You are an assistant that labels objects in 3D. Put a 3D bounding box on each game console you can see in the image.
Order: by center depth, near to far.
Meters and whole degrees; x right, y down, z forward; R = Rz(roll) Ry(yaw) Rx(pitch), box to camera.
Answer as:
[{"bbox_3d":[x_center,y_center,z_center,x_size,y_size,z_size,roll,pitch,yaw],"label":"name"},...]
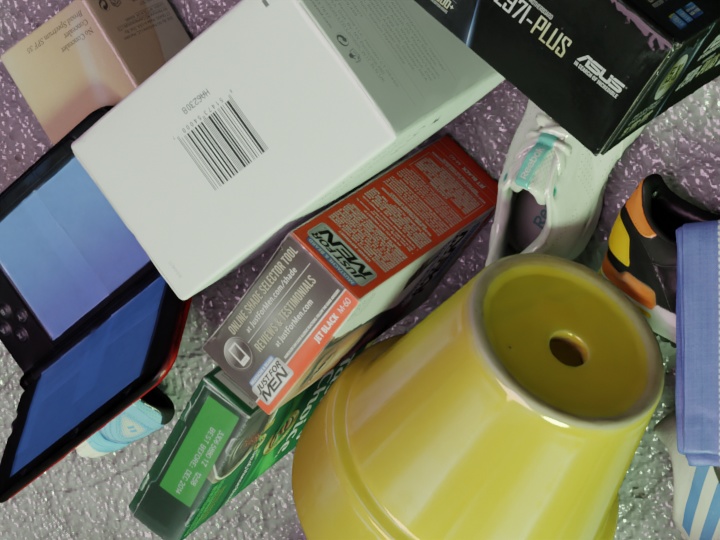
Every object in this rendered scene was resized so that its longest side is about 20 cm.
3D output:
[{"bbox_3d":[-0.198,0.021,1.794,0.200,0.119,0.172,-37,88,37],"label":"game console"}]

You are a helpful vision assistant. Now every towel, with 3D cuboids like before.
[{"bbox_3d":[0.281,0.040,1.604,0.200,0.024,0.145,-2,84,13],"label":"towel"}]

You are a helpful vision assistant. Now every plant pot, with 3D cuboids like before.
[{"bbox_3d":[0.085,0.097,1.678,0.201,0.201,0.189,44,135,10],"label":"plant pot"}]

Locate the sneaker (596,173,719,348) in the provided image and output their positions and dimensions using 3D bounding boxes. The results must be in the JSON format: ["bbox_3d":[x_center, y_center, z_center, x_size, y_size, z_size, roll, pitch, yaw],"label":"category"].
[{"bbox_3d":[0.235,0.013,1.649,0.200,0.070,0.090,27,124,23],"label":"sneaker"}]

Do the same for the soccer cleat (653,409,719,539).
[{"bbox_3d":[0.238,0.170,1.722,0.086,0.070,0.200,3,115,55],"label":"soccer cleat"}]

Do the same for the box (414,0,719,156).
[{"bbox_3d":[0.137,-0.173,1.557,0.164,0.200,0.086,42,126,12],"label":"box"}]

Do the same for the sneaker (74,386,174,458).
[{"bbox_3d":[-0.180,0.026,1.924,0.090,0.078,0.200,-13,105,15],"label":"sneaker"}]

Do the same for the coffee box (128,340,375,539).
[{"bbox_3d":[-0.060,0.085,1.781,0.044,0.200,0.123,38,122,11],"label":"coffee box"}]

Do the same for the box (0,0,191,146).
[{"bbox_3d":[-0.138,-0.086,1.836,0.095,0.078,0.200,-32,90,36],"label":"box"}]

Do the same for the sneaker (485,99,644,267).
[{"bbox_3d":[0.121,-0.078,1.673,0.075,0.088,0.200,26,120,23],"label":"sneaker"}]

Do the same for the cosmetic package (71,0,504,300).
[{"bbox_3d":[-0.029,-0.106,1.686,0.199,0.200,0.123,-36,91,36],"label":"cosmetic package"}]

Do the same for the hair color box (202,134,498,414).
[{"bbox_3d":[0.000,0.000,1.709,0.064,0.200,0.111,45,126,9],"label":"hair color box"}]
